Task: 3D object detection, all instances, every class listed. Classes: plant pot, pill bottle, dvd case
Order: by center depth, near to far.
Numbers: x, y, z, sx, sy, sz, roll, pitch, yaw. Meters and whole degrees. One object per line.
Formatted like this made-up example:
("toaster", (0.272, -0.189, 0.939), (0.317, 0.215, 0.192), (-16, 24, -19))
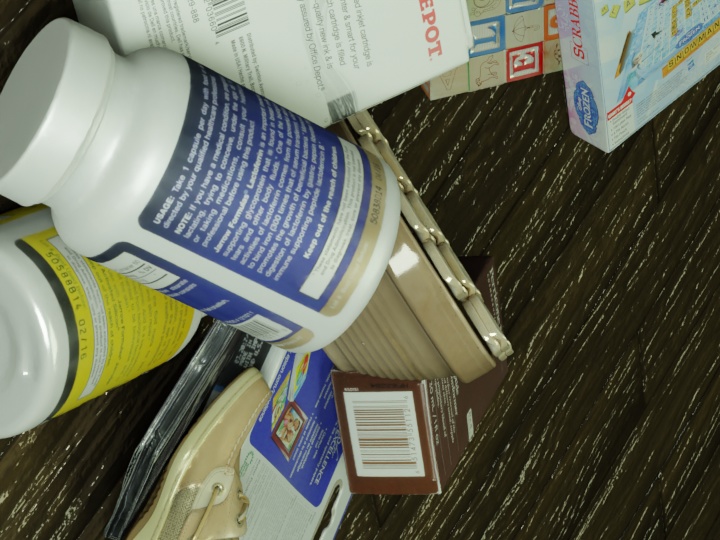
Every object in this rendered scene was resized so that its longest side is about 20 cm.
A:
("pill bottle", (-0.088, -0.045, 1.248), (0.199, 0.116, 0.116), (26, 81, -26))
("pill bottle", (-0.153, 0.012, 1.324), (0.200, 0.111, 0.112), (-26, 130, -56))
("dvd case", (-0.105, 0.077, 1.476), (0.149, 0.016, 0.200), (-59, 180, -24))
("plant pot", (0.000, 0.000, 1.597), (0.092, 0.201, 0.201), (-31, 151, 4))

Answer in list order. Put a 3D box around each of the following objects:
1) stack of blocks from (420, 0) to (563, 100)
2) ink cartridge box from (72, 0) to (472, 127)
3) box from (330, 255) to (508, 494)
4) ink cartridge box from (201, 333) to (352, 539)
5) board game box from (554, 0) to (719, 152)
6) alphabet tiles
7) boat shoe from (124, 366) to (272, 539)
("stack of blocks", (0.087, -0.224, 1.643), (0.115, 0.059, 0.201), (-13, 129, -13))
("ink cartridge box", (-0.051, -0.152, 1.336), (0.199, 0.084, 0.146), (-25, 130, -15))
("box", (0.046, 0.073, 1.745), (0.200, 0.075, 0.101), (-57, 142, -61))
("ink cartridge box", (-0.063, 0.143, 1.676), (0.198, 0.047, 0.200), (-67, 156, -16))
("board game box", (0.217, -0.215, 1.679), (0.200, 0.041, 0.200), (-38, 139, -25))
("alphabet tiles", (0.045, -0.029, 1.615), (0.015, 0.201, 0.196), (-32, 171, 4))
("boat shoe", (-0.104, 0.155, 1.538), (0.201, 0.064, 0.071), (-59, 180, -17))
